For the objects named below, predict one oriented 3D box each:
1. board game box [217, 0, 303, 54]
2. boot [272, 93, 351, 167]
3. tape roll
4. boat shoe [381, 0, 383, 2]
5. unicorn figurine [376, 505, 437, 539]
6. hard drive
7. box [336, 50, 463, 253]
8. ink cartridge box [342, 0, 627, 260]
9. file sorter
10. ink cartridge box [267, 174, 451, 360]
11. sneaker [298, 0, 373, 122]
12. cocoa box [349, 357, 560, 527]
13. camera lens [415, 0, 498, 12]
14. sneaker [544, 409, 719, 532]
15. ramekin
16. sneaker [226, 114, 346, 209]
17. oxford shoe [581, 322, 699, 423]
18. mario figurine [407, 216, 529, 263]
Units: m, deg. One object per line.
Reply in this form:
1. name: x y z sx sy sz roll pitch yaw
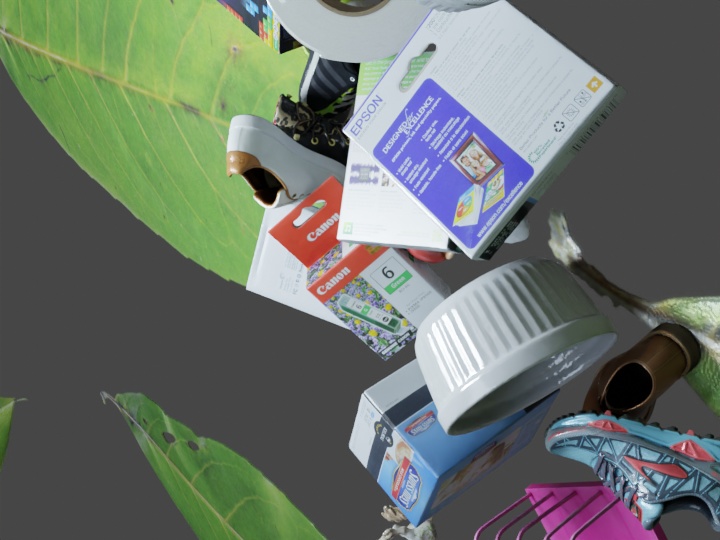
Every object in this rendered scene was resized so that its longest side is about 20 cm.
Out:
1. board game box: -0.123 -0.393 1.134 0.165 0.057 0.201 43 146 29
2. boot: -0.028 -0.163 1.085 0.150 0.074 0.200 18 156 -9
3. tape roll: -0.005 -0.307 0.917 0.201 0.037 0.204 6 116 12
4. boat shoe: -0.002 -0.342 0.965 0.201 0.072 0.076 59 151 6
5. unicorn figurine: 0.091 0.457 1.457 0.074 0.137 0.201 32 126 57
6. hard drive: -0.030 -0.001 1.126 0.199 0.025 0.133 21 118 6
7. box: 0.052 -0.123 0.956 0.144 0.036 0.201 7 89 38
8. ink cartridge box: 0.108 -0.146 0.870 0.200 0.043 0.198 47 108 26
9. file sorter: 0.246 0.338 1.082 0.140 0.125 0.200 62 151 0
10. ink cartridge box: 0.000 0.000 1.053 0.200 0.109 0.050 43 -160 -22
11. sneaker: -0.019 -0.226 1.090 0.083 0.071 0.201 45 147 26
12. cocoa box: 0.108 0.174 1.090 0.131 0.199 0.134 47 148 25
13. camera lens: 0.112 -0.304 0.720 0.200 0.159 0.161 -13 103 60
14. sneaker: 0.265 0.193 0.883 0.199 0.096 0.079 8 157 28
15. ramekin: 0.150 0.073 0.951 0.105 0.199 0.200 61 152 20
16. sneaker: -0.077 -0.096 1.064 0.073 0.199 0.085 -9 64 45
17. oxford shoe: 0.260 0.126 0.940 0.071 0.071 0.200 47 150 21
18. mario figurine: 0.118 -0.082 1.016 0.200 0.105 0.124 -42 41 50
